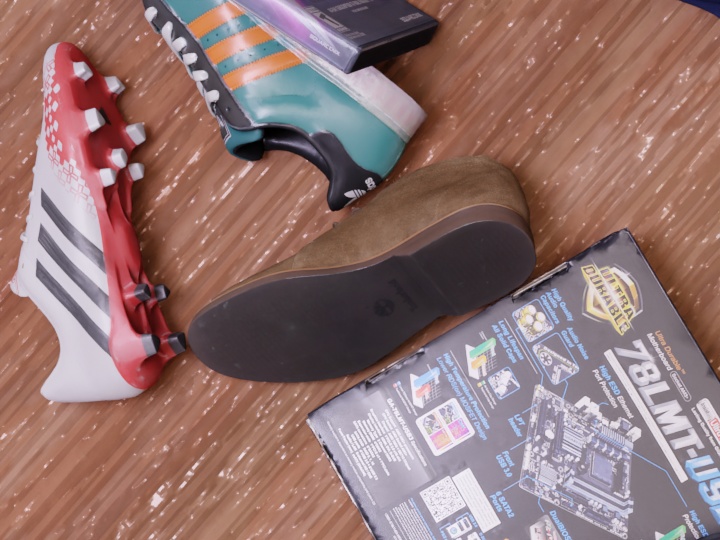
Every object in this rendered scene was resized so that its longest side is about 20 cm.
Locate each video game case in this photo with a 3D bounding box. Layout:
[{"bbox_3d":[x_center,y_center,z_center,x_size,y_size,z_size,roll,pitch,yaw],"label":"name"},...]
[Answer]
[{"bbox_3d":[-0.063,-0.170,1.130,0.200,0.143,0.019,34,110,9],"label":"video game case"}]

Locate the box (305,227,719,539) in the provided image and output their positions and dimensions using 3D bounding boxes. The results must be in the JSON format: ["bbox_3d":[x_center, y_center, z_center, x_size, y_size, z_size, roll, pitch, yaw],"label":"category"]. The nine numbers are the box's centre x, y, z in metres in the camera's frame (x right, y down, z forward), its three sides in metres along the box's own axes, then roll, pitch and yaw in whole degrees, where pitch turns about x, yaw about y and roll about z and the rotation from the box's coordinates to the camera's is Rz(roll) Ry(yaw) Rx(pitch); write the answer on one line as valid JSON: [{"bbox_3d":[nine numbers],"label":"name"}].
[{"bbox_3d":[0.105,0.112,1.124,0.198,0.050,0.200,-31,83,1],"label":"box"}]

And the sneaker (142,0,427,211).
[{"bbox_3d":[-0.066,-0.110,1.157,0.200,0.071,0.080,35,86,8],"label":"sneaker"}]

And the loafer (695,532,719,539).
[{"bbox_3d":[0.139,0.176,1.057,0.200,0.068,0.071,-14,75,1],"label":"loafer"}]

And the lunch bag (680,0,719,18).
[{"bbox_3d":[0.225,-0.196,1.101,0.200,0.132,0.136,24,87,9],"label":"lunch bag"}]

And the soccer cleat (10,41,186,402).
[{"bbox_3d":[-0.156,-0.025,1.163,0.085,0.069,0.201,-18,80,19],"label":"soccer cleat"}]

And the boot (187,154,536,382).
[{"bbox_3d":[0.000,0.000,1.150,0.200,0.074,0.076,-21,38,16],"label":"boot"}]
